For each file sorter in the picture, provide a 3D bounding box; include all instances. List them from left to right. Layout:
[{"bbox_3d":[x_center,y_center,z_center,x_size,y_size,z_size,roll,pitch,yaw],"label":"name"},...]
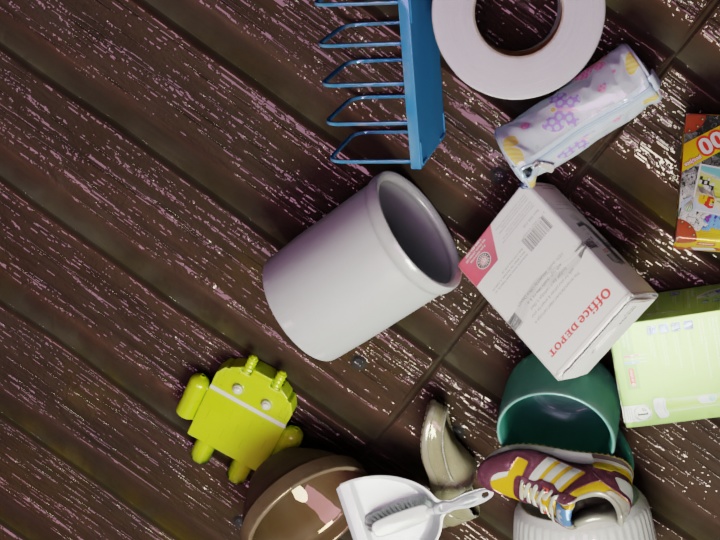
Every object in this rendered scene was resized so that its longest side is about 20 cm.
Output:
[{"bbox_3d":[0.024,-0.237,1.540,0.121,0.139,0.202,1,112,17],"label":"file sorter"}]

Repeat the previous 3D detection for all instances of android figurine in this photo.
[{"bbox_3d":[-0.166,0.206,1.817,0.181,0.041,0.201,30,117,0],"label":"android figurine"}]

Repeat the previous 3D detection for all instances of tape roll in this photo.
[{"bbox_3d":[0.181,-0.303,1.494,0.198,0.066,0.202,1,105,4],"label":"tape roll"}]

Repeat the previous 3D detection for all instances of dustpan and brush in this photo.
[{"bbox_3d":[0.081,0.322,1.719,0.198,0.057,0.141,-19,92,-1],"label":"dustpan and brush"}]

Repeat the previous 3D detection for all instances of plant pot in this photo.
[{"bbox_3d":[-0.090,0.312,1.789,0.093,0.200,0.202,51,121,35],"label":"plant pot"}]

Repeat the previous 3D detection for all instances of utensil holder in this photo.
[{"bbox_3d":[0.000,0.000,1.624,0.199,0.170,0.170,-35,101,25],"label":"utensil holder"}]

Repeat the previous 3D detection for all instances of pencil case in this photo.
[{"bbox_3d":[0.253,-0.180,1.510,0.199,0.091,0.083,-34,102,7],"label":"pencil case"}]

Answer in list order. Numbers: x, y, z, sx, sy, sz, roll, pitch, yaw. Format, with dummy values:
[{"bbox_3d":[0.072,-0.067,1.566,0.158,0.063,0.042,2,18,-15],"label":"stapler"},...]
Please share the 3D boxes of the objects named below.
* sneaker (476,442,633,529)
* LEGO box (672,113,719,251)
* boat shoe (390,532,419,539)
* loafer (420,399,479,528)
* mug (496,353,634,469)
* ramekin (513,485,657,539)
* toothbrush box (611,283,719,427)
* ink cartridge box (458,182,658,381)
[{"bbox_3d":[0.237,0.272,1.600,0.198,0.090,0.075,-1,128,18],"label":"sneaker"},{"bbox_3d":[0.469,-0.096,1.492,0.198,0.077,0.151,4,83,11],"label":"LEGO box"},{"bbox_3d":[0.037,0.419,1.825,0.074,0.093,0.201,21,115,4],"label":"boat shoe"},{"bbox_3d":[0.124,0.262,1.756,0.068,0.076,0.202,-3,120,13],"label":"loafer"},{"bbox_3d":[0.262,0.187,1.661,0.151,0.115,0.186,-8,125,23],"label":"mug"},{"bbox_3d":[0.292,0.346,1.685,0.198,0.200,0.106,-5,101,15],"label":"ramekin"},{"bbox_3d":[0.419,0.104,1.612,0.198,0.086,0.147,-9,110,17],"label":"toothbrush box"},{"bbox_3d":[0.239,0.012,1.572,0.200,0.084,0.146,51,118,25],"label":"ink cartridge box"}]
